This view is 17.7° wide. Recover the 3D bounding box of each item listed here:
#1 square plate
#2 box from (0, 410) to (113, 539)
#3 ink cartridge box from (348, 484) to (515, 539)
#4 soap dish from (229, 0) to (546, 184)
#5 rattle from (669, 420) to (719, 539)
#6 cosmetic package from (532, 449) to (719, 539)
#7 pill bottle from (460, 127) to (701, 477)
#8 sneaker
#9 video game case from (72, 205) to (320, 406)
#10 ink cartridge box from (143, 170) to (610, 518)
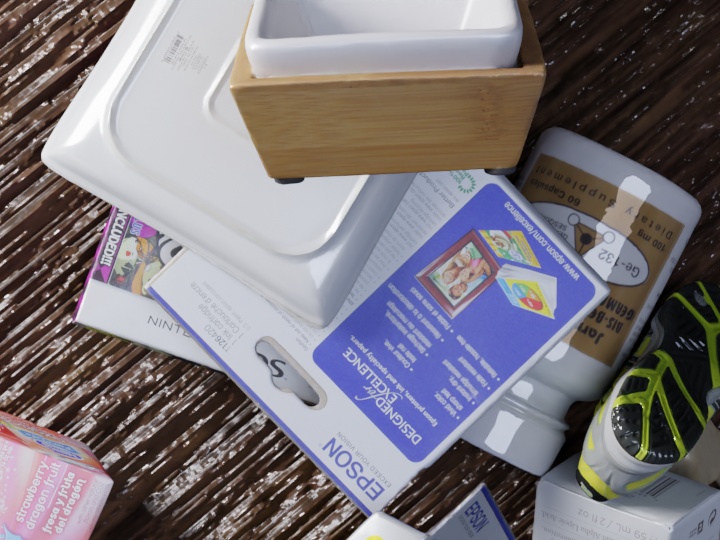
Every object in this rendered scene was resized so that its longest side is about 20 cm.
[{"bbox_3d":[-0.055,-0.099,1.342,0.198,0.028,0.200,31,91,1],"label":"square plate"},{"bbox_3d":[-0.235,0.189,1.386,0.095,0.103,0.200,24,92,-18],"label":"box"},{"bbox_3d":[0.007,0.215,1.416,0.047,0.198,0.200,41,81,23],"label":"ink cartridge box"},{"bbox_3d":[0.015,-0.108,1.236,0.157,0.200,0.081,-3,108,2],"label":"soap dish"},{"bbox_3d":[0.197,0.147,1.544,0.130,0.143,0.200,-27,89,-43],"label":"rattle"},{"bbox_3d":[0.163,0.222,1.472,0.074,0.102,0.200,-24,123,-49],"label":"cosmetic package"},{"bbox_3d":[0.122,0.022,1.459,0.114,0.114,0.200,27,90,-18],"label":"pill bottle"},{"bbox_3d":[0.189,0.072,1.445,0.075,0.076,0.200,47,41,6],"label":"sneaker"},{"bbox_3d":[-0.059,-0.032,1.418,0.181,0.036,0.200,20,86,-9],"label":"video game case"},{"bbox_3d":[0.010,0.009,1.381,0.200,0.047,0.198,-43,94,4],"label":"ink cartridge box"}]
